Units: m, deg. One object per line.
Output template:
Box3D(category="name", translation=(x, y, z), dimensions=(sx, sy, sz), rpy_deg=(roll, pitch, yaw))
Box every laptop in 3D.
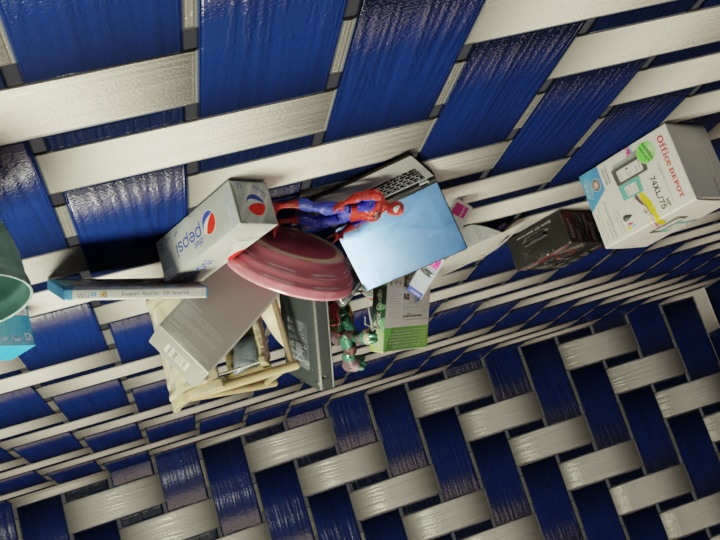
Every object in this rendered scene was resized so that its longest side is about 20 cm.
Box3D(category="laptop", translation=(0.040, -0.067, 1.430), dimensions=(0.184, 0.118, 0.199), rpy_deg=(-23, 165, 16))

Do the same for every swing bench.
Box3D(category="swing bench", translation=(-0.230, 0.100, 1.533), dimensions=(0.196, 0.203, 0.130), rpy_deg=(-10, 164, -30))

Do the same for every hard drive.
Box3D(category="hard drive", translation=(-0.093, 0.081, 1.548), dimensions=(0.032, 0.205, 0.139), rpy_deg=(-10, -167, -27))

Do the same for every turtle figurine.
Box3D(category="turtle figurine", translation=(-0.020, 0.083, 1.658), dimensions=(0.098, 0.152, 0.202), rpy_deg=(0, 140, -4))

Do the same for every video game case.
Box3D(category="video game case", translation=(-0.330, 0.025, 1.327), dimensions=(0.196, 0.018, 0.142), rpy_deg=(-1, -174, -28))

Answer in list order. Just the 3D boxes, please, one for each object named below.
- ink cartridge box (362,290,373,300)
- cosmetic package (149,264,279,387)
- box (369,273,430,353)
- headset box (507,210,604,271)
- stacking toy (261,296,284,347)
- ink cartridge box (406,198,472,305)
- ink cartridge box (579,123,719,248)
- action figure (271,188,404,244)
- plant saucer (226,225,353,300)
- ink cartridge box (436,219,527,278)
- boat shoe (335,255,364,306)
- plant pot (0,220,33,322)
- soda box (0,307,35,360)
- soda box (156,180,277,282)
Box3D(category="ink cartridge box", translation=(0.064, 0.036, 1.885), dimensions=(0.106, 0.052, 0.200), rpy_deg=(5, 169, 14))
Box3D(category="cosmetic package", translation=(-0.216, 0.063, 1.435), dimensions=(0.200, 0.107, 0.090), rpy_deg=(-48, -178, -33))
Box3D(category="box", translation=(0.076, 0.045, 1.730), dimensions=(0.036, 0.205, 0.143), rpy_deg=(4, -178, 38))
Box3D(category="headset box", translation=(0.419, -0.063, 1.997), dimensions=(0.197, 0.077, 0.148), rpy_deg=(-3, 159, -46))
Box3D(category="stacking toy", translation=(-0.080, 0.046, 1.745), dimensions=(0.198, 0.147, 0.146), rpy_deg=(-33, 174, -29))
Box3D(category="ink cartridge box", translation=(0.135, -0.029, 1.673), dimensions=(0.121, 0.041, 0.201), rpy_deg=(-59, 175, -27))
Box3D(category="ink cartridge box", translation=(0.529, -0.149, 1.684), dimensions=(0.144, 0.150, 0.199), rpy_deg=(-4, 159, -42))
Box3D(category="action figure", translation=(-0.032, -0.081, 1.356), dimensions=(0.195, 0.052, 0.066), rpy_deg=(-9, 136, -11))
Box3D(category="plant saucer", translation=(-0.101, -0.019, 1.379), dimensions=(0.198, 0.199, 0.052), rpy_deg=(-1, 115, -48))
Box3D(category="ink cartridge box", translation=(0.219, -0.053, 1.874), dimensions=(0.197, 0.048, 0.160), rpy_deg=(-25, 168, -24))
Box3D(category="boat shoe", translation=(0.000, 0.000, 1.589), dimensions=(0.072, 0.068, 0.200), rpy_deg=(-41, -179, 32))
Box3D(category="plant pot", translation=(-0.449, -0.019, 0.959), dimensions=(0.196, 0.137, 0.201), rpy_deg=(-17, 165, -5))
Box3D(category="soda box", translation=(-0.572, 0.092, 1.346), dimensions=(0.067, 0.065, 0.198), rpy_deg=(-26, 163, 30))
Box3D(category="soda box", translation=(-0.200, -0.050, 1.294), dimensions=(0.067, 0.065, 0.199), rpy_deg=(-2, 158, -45))
